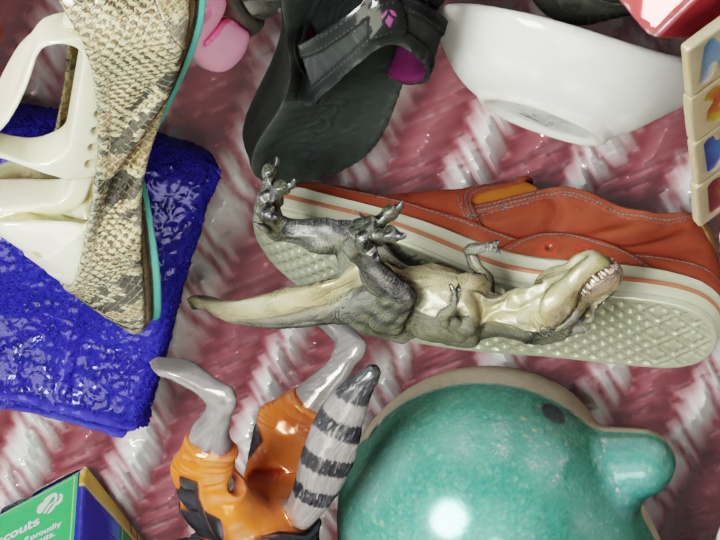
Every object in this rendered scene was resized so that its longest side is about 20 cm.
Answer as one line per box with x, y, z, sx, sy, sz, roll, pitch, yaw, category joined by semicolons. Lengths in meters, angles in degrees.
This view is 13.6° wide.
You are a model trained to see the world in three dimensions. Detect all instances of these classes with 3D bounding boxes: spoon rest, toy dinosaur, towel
0.117;-0.068;1.200;0.199;0.099;0.061;25;82;-28;spoon rest
0.000;0.000;1.196;0.199;0.048;0.088;2;146;28;toy dinosaur
-0.168;-0.005;1.244;0.199;0.050;0.148;11;125;-10;towel

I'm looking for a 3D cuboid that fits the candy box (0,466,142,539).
-0.107;0.216;1.309;0.077;0.200;0.169;-26;123;14;candy box

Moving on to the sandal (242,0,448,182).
0.002;-0.083;1.150;0.075;0.048;0.201;-13;154;-16;sandal

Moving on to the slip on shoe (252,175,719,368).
0.054;-0.008;1.249;0.199;0.061;0.074;9;145;7;slip on shoe

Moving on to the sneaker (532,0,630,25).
0.154;-0.138;1.139;0.199;0.091;0.067;-23;122;13;sneaker

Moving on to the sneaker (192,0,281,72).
-0.065;-0.170;1.125;0.095;0.079;0.200;-27;130;8;sneaker

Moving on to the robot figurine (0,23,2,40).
-0.214;-0.080;1.128;0.144;0.117;0.200;43;93;-11;robot figurine

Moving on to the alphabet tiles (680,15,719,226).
0.186;-0.094;1.110;0.166;0.006;0.200;-36;154;-10;alphabet tiles

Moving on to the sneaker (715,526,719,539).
0.260;0.147;1.329;0.199;0.078;0.099;15;163;-15;sneaker

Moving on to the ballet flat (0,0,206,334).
-0.107;-0.048;1.141;0.075;0.068;0.201;-10;142;-19;ballet flat

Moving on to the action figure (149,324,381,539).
-0.052;0.127;1.241;0.104;0.200;0.195;9;108;18;action figure

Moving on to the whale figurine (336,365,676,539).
0.081;0.134;1.303;0.200;0.104;0.159;39;116;-10;whale figurine

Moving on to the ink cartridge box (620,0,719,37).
0.141;-0.202;1.057;0.200;0.083;0.147;-45;73;25;ink cartridge box
